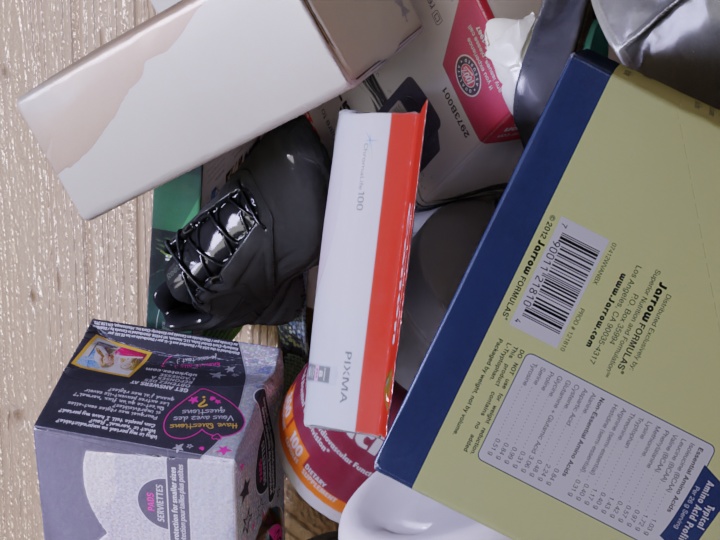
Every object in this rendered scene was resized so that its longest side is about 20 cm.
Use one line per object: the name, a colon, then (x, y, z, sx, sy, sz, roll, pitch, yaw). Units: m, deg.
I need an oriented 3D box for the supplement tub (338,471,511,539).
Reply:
supplement tub: (0.085, 0.197, 1.217, 0.144, 0.144, 0.201, 7, 124, 54)

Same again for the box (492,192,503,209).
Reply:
box: (0.167, 0.022, 1.132, 0.161, 0.049, 0.201, -31, 75, 41)

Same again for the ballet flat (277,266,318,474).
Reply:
ballet flat: (-0.018, 0.039, 1.426, 0.074, 0.074, 0.202, 11, 111, 53)

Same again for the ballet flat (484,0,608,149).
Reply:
ballet flat: (0.101, -0.132, 1.131, 0.073, 0.073, 0.201, 4, 74, 54)

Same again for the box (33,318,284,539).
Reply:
box: (-0.119, 0.150, 1.398, 0.131, 0.115, 0.201, 9, 128, 10)

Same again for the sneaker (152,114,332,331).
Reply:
sneaker: (-0.066, -0.016, 1.309, 0.076, 0.090, 0.200, 62, 152, 23)

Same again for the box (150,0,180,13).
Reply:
box: (-0.050, -0.219, 1.354, 0.078, 0.094, 0.201, 58, 142, 28)

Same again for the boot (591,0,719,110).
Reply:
boot: (0.184, -0.178, 1.030, 0.200, 0.072, 0.183, -36, 71, 44)

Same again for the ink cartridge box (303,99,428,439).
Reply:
ink cartridge box: (0.000, 0.000, 1.124, 0.200, 0.057, 0.164, 38, -122, -86)

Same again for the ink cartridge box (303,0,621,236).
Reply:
ink cartridge box: (0.043, -0.112, 1.262, 0.200, 0.084, 0.146, -45, 64, 51)

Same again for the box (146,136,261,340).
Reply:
box: (-0.100, -0.033, 1.450, 0.036, 0.144, 0.202, 9, 113, 11)

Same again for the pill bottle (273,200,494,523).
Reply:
pill bottle: (0.036, 0.056, 1.298, 0.115, 0.114, 0.200, 61, 142, 22)

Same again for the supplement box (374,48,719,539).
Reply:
supplement box: (0.142, 0.034, 0.993, 0.199, 0.134, 0.201, 27, 100, 4)

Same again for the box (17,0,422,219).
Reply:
box: (-0.076, -0.109, 1.201, 0.199, 0.095, 0.078, -24, 101, 34)

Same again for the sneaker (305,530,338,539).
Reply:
sneaker: (0.014, 0.240, 1.422, 0.200, 0.074, 0.083, 43, 140, 45)
